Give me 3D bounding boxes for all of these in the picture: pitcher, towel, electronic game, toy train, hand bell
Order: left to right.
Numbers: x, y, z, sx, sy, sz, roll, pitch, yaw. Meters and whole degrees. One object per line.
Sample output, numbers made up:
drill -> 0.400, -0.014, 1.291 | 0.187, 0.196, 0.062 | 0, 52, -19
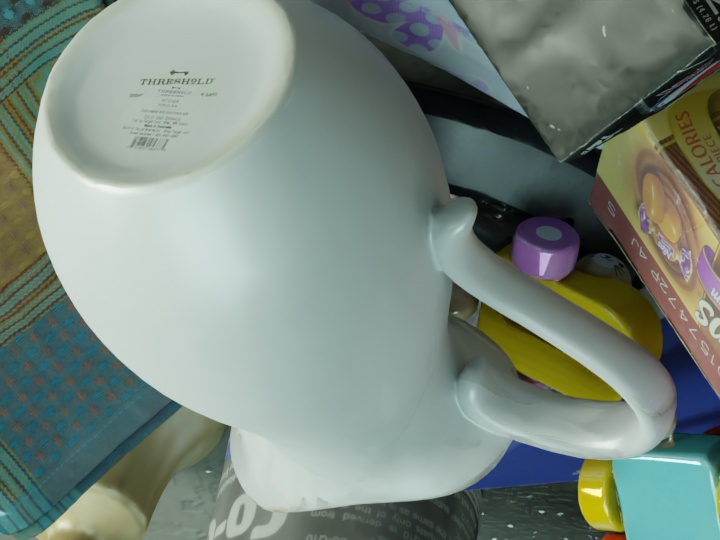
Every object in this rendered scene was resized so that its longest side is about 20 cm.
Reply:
towel -> -0.112, -0.009, 0.859 | 0.147, 0.022, 0.200 | -40, 133, -6
hand bell -> -0.123, 0.132, 1.066 | 0.104, 0.200, 0.104 | 7, 142, 5
pitcher -> 0.000, 0.000, 0.805 | 0.172, 0.121, 0.200 | 0, 146, 24
electronic game -> 0.017, -0.019, 0.952 | 0.200, 0.042, 0.200 | 11, 158, 4
toy train -> 0.071, 0.057, 0.917 | 0.200, 0.056, 0.150 | 48, 133, 9

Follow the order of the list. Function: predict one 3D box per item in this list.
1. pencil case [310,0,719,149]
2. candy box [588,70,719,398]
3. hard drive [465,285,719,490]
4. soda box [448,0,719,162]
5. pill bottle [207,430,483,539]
pencil case -> 0.037, -0.101, 0.825 | 0.200, 0.091, 0.083 | 24, 105, -26
candy box -> 0.187, -0.020, 0.806 | 0.200, 0.117, 0.056 | -17, 147, -22
hard drive -> 0.129, 0.031, 0.978 | 0.132, 0.025, 0.200 | -1, 154, -42
soda box -> 0.038, -0.135, 0.729 | 0.071, 0.063, 0.200 | -38, 83, 43
pill bottle -> -0.014, 0.147, 1.060 | 0.114, 0.200, 0.114 | 6, 141, 5
